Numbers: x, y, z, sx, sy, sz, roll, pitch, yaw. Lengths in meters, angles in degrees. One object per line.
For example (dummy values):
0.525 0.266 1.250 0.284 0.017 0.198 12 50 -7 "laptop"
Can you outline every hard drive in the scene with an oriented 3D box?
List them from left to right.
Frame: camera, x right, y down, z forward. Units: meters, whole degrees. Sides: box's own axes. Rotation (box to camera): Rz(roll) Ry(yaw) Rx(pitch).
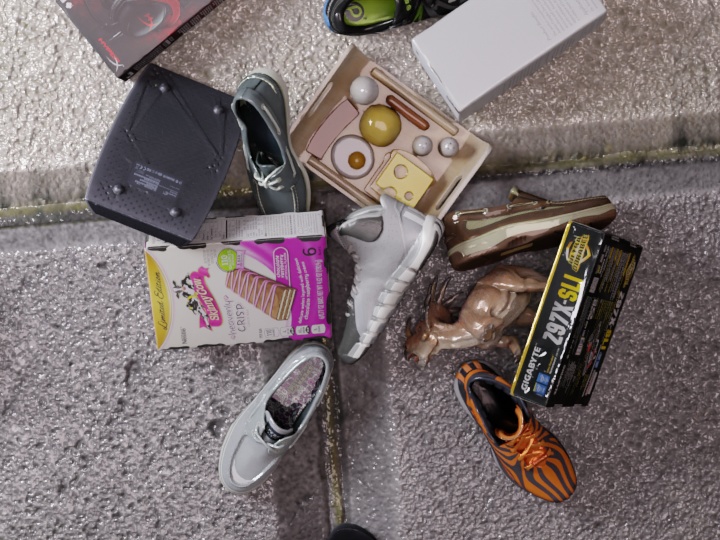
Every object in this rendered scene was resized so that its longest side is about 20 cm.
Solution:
-0.210 -0.123 1.557 0.134 0.042 0.201 21 56 -6 "hard drive"

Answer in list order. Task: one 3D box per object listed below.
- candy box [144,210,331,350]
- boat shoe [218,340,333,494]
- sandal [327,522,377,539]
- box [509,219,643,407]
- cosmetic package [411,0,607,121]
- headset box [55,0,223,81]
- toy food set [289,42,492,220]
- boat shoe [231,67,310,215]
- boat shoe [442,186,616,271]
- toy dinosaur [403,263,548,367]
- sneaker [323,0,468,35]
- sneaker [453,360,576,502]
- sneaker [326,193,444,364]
-0.134 0.012 1.589 0.199 0.061 0.137 -4 121 -2 "candy box"
-0.098 0.169 1.625 0.070 0.072 0.201 33 93 -6 "boat shoe"
-0.007 0.395 1.666 0.076 0.043 0.202 1 95 -4 "sandal"
0.243 0.053 1.592 0.049 0.160 0.201 20 95 24 "box"
0.165 -0.265 1.592 0.199 0.074 0.102 -33 84 1 "cosmetic package"
-0.232 -0.328 1.568 0.200 0.075 0.149 -38 96 1 "headset box"
0.028 -0.139 1.609 0.200 0.060 0.144 36 92 -6 "toy food set"
-0.104 -0.119 1.571 0.072 0.062 0.201 6 122 22 "boat shoe"
0.189 -0.063 1.621 0.201 0.075 0.075 -14 74 -12 "boat shoe"
0.146 0.037 1.628 0.200 0.135 0.086 -34 134 -22 "toy dinosaur"
0.056 -0.301 1.579 0.198 0.083 0.071 -18 111 1 "sneaker"
0.178 0.194 1.623 0.078 0.112 0.200 -42 96 1 "sneaker"
0.000 0.000 1.608 0.115 0.075 0.201 32 107 0 "sneaker"
